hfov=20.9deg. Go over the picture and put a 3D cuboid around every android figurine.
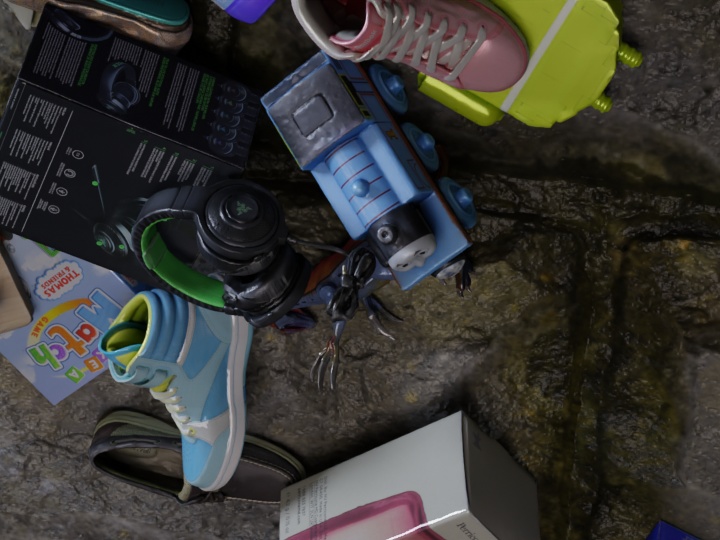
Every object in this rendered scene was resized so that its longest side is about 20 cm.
[{"bbox_3d":[0.117,-0.188,1.488,0.199,0.041,0.182,27,123,-5],"label":"android figurine"}]

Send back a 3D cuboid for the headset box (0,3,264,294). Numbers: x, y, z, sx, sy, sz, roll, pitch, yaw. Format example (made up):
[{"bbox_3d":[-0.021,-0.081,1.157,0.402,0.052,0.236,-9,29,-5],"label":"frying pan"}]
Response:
[{"bbox_3d":[-0.189,-0.090,1.550,0.199,0.093,0.174,21,138,-11],"label":"headset box"}]

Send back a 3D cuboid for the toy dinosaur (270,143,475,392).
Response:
[{"bbox_3d":[0.000,0.000,1.635,0.180,0.105,0.201,0,89,23],"label":"toy dinosaur"}]

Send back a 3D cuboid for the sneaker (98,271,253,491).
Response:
[{"bbox_3d":[-0.165,0.099,1.664,0.130,0.079,0.201,-6,110,-32],"label":"sneaker"}]

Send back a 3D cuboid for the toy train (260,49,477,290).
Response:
[{"bbox_3d":[0.011,-0.079,1.508,0.087,0.114,0.201,-35,80,24],"label":"toy train"}]

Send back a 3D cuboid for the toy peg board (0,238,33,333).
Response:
[{"bbox_3d":[-0.406,0.005,1.622,0.199,0.098,0.200,-17,116,8],"label":"toy peg board"}]

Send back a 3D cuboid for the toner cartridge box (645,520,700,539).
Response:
[{"bbox_3d":[0.331,0.310,1.755,0.199,0.043,0.095,27,124,-5],"label":"toner cartridge box"}]

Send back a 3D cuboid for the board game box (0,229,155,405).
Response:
[{"bbox_3d":[-0.281,0.007,1.700,0.151,0.037,0.200,-33,111,27],"label":"board game box"}]

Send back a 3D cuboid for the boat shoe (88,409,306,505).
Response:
[{"bbox_3d":[-0.150,0.183,1.765,0.199,0.065,0.074,11,122,4],"label":"boat shoe"}]

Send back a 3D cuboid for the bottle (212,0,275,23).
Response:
[{"bbox_3d":[-0.134,-0.277,1.471,0.200,0.065,0.084,40,119,-13],"label":"bottle"}]

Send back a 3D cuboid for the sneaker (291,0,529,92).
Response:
[{"bbox_3d":[0.032,-0.173,1.429,0.200,0.105,0.075,30,123,-13],"label":"sneaker"}]

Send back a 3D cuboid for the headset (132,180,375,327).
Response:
[{"bbox_3d":[-0.084,-0.002,1.477,0.199,0.094,0.124,2,141,25],"label":"headset"}]

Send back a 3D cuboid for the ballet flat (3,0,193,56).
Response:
[{"bbox_3d":[-0.231,-0.211,1.536,0.199,0.068,0.067,26,132,-3],"label":"ballet flat"}]

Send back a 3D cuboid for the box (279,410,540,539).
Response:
[{"bbox_3d":[0.043,0.230,1.709,0.199,0.109,0.128,-26,132,25],"label":"box"}]
